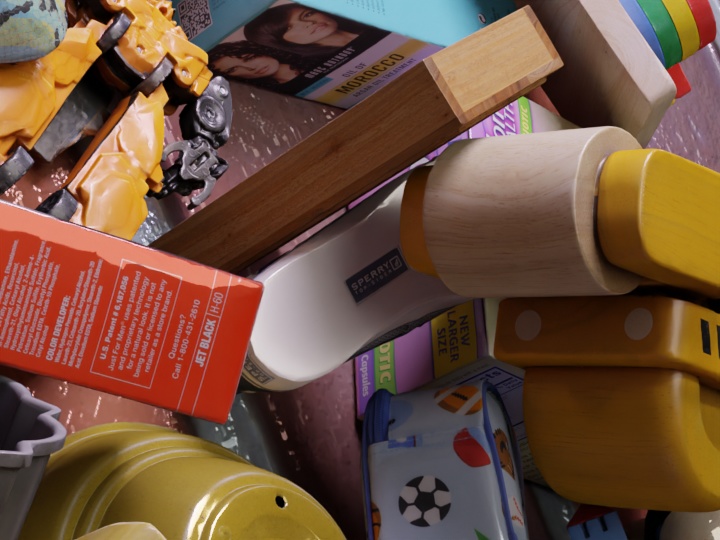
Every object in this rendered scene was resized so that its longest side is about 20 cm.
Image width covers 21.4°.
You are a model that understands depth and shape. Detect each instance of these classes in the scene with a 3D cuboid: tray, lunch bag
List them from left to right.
[{"bbox_3d":[-0.007,-0.050,0.892,0.037,0.200,0.099,58,39,-1],"label":"tray"},{"bbox_3d":[0.048,0.162,0.891,0.160,0.075,0.201,70,15,-62],"label":"lunch bag"}]

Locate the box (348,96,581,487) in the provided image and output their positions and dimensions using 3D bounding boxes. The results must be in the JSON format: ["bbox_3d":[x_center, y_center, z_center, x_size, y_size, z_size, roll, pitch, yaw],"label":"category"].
[{"bbox_3d":[0.096,0.014,1.053,0.199,0.096,0.177,23,52,-39],"label":"box"}]

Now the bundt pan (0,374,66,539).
[{"bbox_3d":[-0.203,0.067,0.632,0.201,0.201,0.076,9,98,-45],"label":"bundt pan"}]

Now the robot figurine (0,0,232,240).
[{"bbox_3d":[-0.136,-0.064,0.872,0.145,0.058,0.200,47,41,-18],"label":"robot figurine"}]

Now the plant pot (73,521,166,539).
[{"bbox_3d":[-0.123,0.233,0.612,0.196,0.194,0.200,55,48,-8],"label":"plant pot"}]

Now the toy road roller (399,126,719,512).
[{"bbox_3d":[0.112,0.028,0.853,0.200,0.122,0.147,20,73,-49],"label":"toy road roller"}]

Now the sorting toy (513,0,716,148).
[{"bbox_3d":[0.129,-0.169,1.110,0.199,0.069,0.200,58,-5,8],"label":"sorting toy"}]

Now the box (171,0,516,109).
[{"bbox_3d":[-0.002,-0.130,1.042,0.199,0.082,0.049,9,61,-44],"label":"box"}]

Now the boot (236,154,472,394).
[{"bbox_3d":[0.000,0.000,0.917,0.199,0.090,0.073,-25,94,-33],"label":"boot"}]

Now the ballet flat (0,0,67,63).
[{"bbox_3d":[-0.209,-0.140,0.784,0.199,0.074,0.075,13,56,-22],"label":"ballet flat"}]

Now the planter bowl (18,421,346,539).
[{"bbox_3d":[-0.056,0.147,0.812,0.200,0.083,0.201,26,51,-36],"label":"planter bowl"}]

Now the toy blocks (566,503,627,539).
[{"bbox_3d":[0.129,0.195,0.942,0.200,0.099,0.137,58,13,-67],"label":"toy blocks"}]

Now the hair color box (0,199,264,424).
[{"bbox_3d":[-0.149,0.002,0.738,0.199,0.101,0.062,17,86,-24],"label":"hair color box"}]

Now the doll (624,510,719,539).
[{"bbox_3d":[0.173,0.153,0.997,0.200,0.048,0.137,78,-2,-74],"label":"doll"}]
